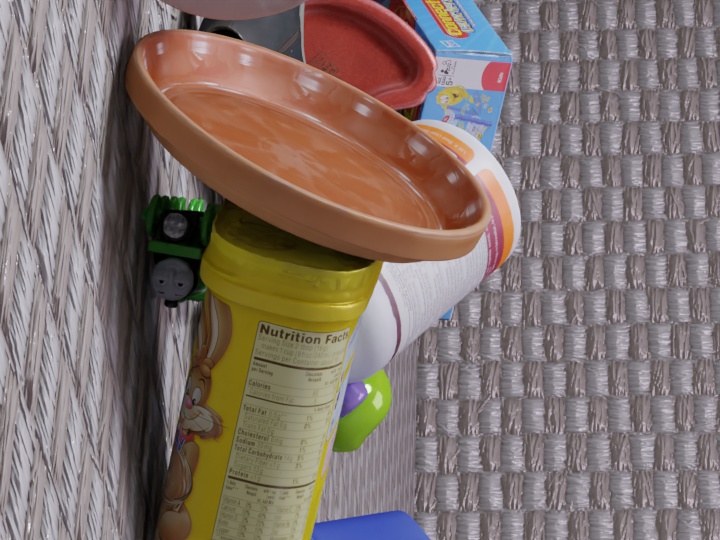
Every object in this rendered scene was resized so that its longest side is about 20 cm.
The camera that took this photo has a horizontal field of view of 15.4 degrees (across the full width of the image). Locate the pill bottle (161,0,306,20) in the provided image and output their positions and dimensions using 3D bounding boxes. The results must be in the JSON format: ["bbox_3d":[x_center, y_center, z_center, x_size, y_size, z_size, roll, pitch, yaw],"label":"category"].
[{"bbox_3d":[-0.062,-0.238,1.364,0.115,0.113,0.201,83,7,-54],"label":"pill bottle"}]

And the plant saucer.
[{"bbox_3d":[-0.029,-0.060,1.349,0.032,0.199,0.200,-63,-175,19],"label":"plant saucer"}]

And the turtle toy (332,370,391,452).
[{"bbox_3d":[-0.033,0.046,1.759,0.201,0.100,0.146,84,7,-51],"label":"turtle toy"}]

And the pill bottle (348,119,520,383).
[{"bbox_3d":[0.000,0.000,1.631,0.200,0.109,0.110,-39,140,-35],"label":"pill bottle"}]

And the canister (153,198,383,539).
[{"bbox_3d":[-0.049,0.064,1.380,0.149,0.086,0.201,-69,172,-70],"label":"canister"}]

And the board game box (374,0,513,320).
[{"bbox_3d":[0.031,-0.100,1.835,0.196,0.056,0.201,-118,-145,-58],"label":"board game box"}]

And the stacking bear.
[{"bbox_3d":[-0.034,-0.117,1.777,0.114,0.121,0.200,48,-9,0],"label":"stacking bear"}]

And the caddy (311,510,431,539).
[{"bbox_3d":[-0.002,0.229,1.604,0.200,0.104,0.142,-137,-139,-63],"label":"caddy"}]

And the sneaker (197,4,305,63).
[{"bbox_3d":[-0.071,-0.091,1.592,0.106,0.074,0.201,-69,158,-50],"label":"sneaker"}]

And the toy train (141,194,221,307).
[{"bbox_3d":[-0.089,-0.011,1.457,0.200,0.041,0.057,-14,113,-85],"label":"toy train"}]
